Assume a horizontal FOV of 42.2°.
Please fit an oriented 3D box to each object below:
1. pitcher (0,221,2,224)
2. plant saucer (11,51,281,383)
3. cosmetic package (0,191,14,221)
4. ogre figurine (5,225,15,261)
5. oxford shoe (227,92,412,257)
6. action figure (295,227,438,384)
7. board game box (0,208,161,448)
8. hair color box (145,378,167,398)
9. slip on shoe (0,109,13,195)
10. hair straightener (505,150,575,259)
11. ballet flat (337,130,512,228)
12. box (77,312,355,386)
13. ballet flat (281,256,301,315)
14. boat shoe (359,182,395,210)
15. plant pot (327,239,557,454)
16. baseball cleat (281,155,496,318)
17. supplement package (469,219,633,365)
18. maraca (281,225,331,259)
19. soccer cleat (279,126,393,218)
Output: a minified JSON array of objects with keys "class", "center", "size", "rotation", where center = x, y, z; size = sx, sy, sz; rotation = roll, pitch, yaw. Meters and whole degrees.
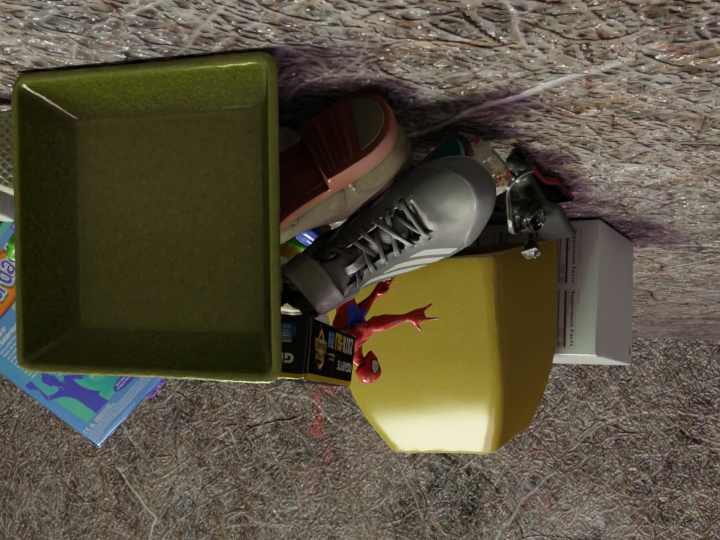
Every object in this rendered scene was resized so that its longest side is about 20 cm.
[{"class":"pitcher","center":[-0.292,-0.041,0.948],"size":[0.171,0.122,0.200],"rotation":[-10,158,11]},{"class":"plant saucer","center":[-0.133,-0.032,0.614],"size":[0.199,0.201,0.048],"rotation":[0,-178,21]},{"class":"cosmetic package","center":[-0.350,-0.091,0.709],"size":[0.101,0.072,0.200],"rotation":[2,172,6]},{"class":"ogre figurine","center":[-0.192,-0.026,0.806],"size":[0.120,0.098,0.200],"rotation":[32,-172,11]},{"class":"oxford shoe","center":[-0.050,-0.043,0.659],"size":[0.199,0.071,0.074],"rotation":[-28,149,14]},{"class":"action figure","center":[0.000,0.000,0.851],"size":[0.099,0.201,0.065],"rotation":[-16,176,-9]},{"class":"board game box","center":[-0.270,0.047,0.861],"size":[0.200,0.152,0.045],"rotation":[42,-164,-13]},{"class":"hair color box","center":[-0.199,0.020,0.935],"size":[0.109,0.200,0.065],"rotation":[49,-164,28]},{"class":"slip on shoe","center":[-0.205,-0.083,0.733],"size":[0.199,0.074,0.061],"rotation":[1,177,-28]},{"class":"hair straightener","center":[0.157,-0.050,0.803],"size":[0.041,0.077,0.200],"rotation":[-3,170,18]},{"class":"ballet flat","center":[0.046,-0.037,0.756],"size":[0.064,0.076,0.200],"rotation":[14,145,-35]},{"class":"box","center":[-0.116,0.058,0.726],"size":[0.199,0.050,0.160],"rotation":[4,171,11]},{"class":"ballet flat","center":[-0.120,0.012,0.957],"size":[0.199,0.070,0.069],"rotation":[1,172,34]},{"class":"boat shoe","center":[0.024,-0.056,0.888],"size":[0.065,0.074,0.200],"rotation":[33,167,-15]},{"class":"plant pot","center":[0.093,0.080,0.966],"size":[0.195,0.201,0.194],"rotation":[-4,-176,30]},{"class":"baseball cleat","center":[0.012,-0.012,0.672],"size":[0.200,0.070,0.106],"rotation":[-33,-174,47]},{"class":"supplement package","center":[0.204,0.030,1.101],"size":[0.199,0.151,0.152],"rotation":[-1,171,30]},{"class":"maraca","center":[-0.099,-0.019,1.036],"size":[0.199,0.107,0.137],"rotation":[14,159,23]},{"class":"soccer cleat","center":[-0.065,-0.080,0.704],"size":[0.199,0.070,0.087],"rotation":[-11,135,-15]}]
